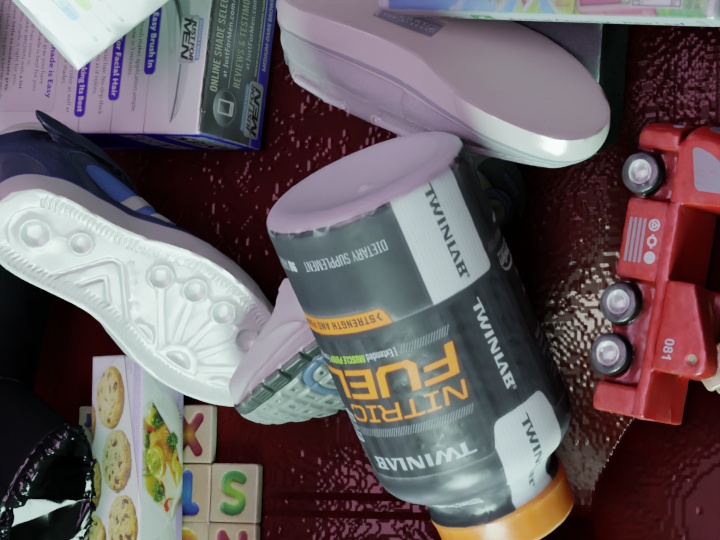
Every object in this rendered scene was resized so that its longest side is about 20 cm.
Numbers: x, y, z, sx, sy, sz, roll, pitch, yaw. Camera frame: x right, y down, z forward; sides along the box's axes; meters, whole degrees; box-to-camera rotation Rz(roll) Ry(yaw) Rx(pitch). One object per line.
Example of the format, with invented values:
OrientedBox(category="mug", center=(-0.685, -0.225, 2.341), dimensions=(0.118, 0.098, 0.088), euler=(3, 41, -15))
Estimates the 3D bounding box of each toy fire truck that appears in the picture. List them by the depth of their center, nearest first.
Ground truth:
OrientedBox(category="toy fire truck", center=(0.185, 0.033, 1.092), dimensions=(0.141, 0.049, 0.201), euler=(9, 88, 34))

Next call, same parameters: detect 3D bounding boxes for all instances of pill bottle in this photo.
OrientedBox(category="pill bottle", center=(0.038, 0.041, 1.119), dimensions=(0.106, 0.106, 0.201), euler=(-14, 109, 31))

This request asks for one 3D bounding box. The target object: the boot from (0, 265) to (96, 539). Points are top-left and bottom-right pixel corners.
OrientedBox(category="boot", center=(-0.200, 0.074, 1.303), dimensions=(0.162, 0.073, 0.199), euler=(38, 112, 52))

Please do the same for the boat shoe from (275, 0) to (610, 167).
OrientedBox(category="boat shoe", center=(0.038, -0.089, 1.151), dimensions=(0.199, 0.072, 0.069), euler=(23, 136, 26))

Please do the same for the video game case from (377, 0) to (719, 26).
OrientedBox(category="video game case", center=(0.102, -0.219, 1.090), dimensions=(0.181, 0.022, 0.201), euler=(6, 86, 30))

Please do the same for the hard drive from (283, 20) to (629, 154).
OrientedBox(category="hard drive", center=(0.048, -0.152, 1.178), dimensions=(0.199, 0.033, 0.140), euler=(18, 122, 30))

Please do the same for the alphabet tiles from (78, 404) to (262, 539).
OrientedBox(category="alphabet tiles", center=(-0.127, 0.178, 1.305), dimensions=(0.166, 0.006, 0.201), euler=(-2, 82, 33))

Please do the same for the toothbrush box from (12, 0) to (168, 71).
OrientedBox(category="toothbrush box", center=(-0.141, -0.226, 1.257), dimensions=(0.145, 0.086, 0.200), euler=(-36, 38, 9))

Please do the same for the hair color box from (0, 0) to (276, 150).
OrientedBox(category="hair color box", center=(-0.147, -0.128, 1.326), dimensions=(0.199, 0.065, 0.110), euler=(3, 84, 36))

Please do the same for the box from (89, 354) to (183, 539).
OrientedBox(category="box", center=(-0.127, 0.147, 1.282), dimensions=(0.041, 0.039, 0.201), euler=(-4, 81, 35))

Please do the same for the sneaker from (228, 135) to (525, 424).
OrientedBox(category="sneaker", center=(0.000, 0.000, 1.215), dimensions=(0.200, 0.074, 0.087), euler=(-47, 53, 9))

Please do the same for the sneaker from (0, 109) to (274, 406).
OrientedBox(category="sneaker", center=(-0.128, -0.014, 1.282), dimensions=(0.081, 0.200, 0.147), euler=(-53, 20, 14))
